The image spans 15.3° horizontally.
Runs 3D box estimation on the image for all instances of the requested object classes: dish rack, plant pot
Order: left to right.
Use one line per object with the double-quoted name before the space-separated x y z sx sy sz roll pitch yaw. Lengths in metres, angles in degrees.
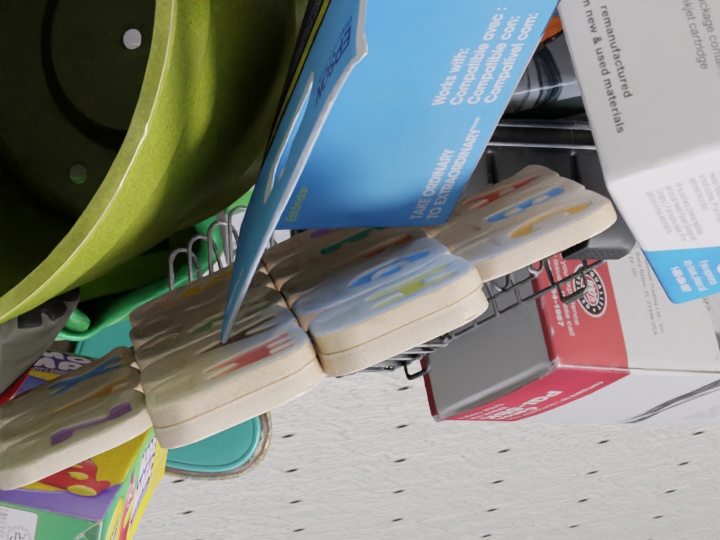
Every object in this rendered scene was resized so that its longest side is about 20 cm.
"plant pot" -0.107 -0.075 0.799 0.199 0.202 0.193 -19 174 19
"dish rack" 0.000 0.000 1.024 0.152 0.055 0.200 1 161 -31

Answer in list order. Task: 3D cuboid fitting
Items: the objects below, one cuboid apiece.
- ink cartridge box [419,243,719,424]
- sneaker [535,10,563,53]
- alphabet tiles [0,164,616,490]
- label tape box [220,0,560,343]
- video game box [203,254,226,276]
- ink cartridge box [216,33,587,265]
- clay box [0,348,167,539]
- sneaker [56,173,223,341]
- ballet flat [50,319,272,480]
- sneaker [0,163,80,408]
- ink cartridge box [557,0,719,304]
"ink cartridge box" 0.114 -0.010 1.192 0.199 0.148 0.083 5 157 -42
"sneaker" 0.077 -0.128 0.926 0.199 0.079 0.075 -27 -172 -10
"alphabet tiles" -0.022 0.011 0.814 0.194 0.015 0.200 -23 -171 -3
"label tape box" 0.024 -0.087 0.756 0.066 0.201 0.144 17 144 -7
"video game box" -0.033 -0.004 1.276 0.199 0.047 0.182 -24 157 33
"ink cartridge box" 0.037 -0.077 1.034 0.198 0.084 0.147 -11 163 -6
"clay box" -0.132 0.065 0.954 0.114 0.048 0.200 11 -165 1
"sneaker" -0.149 -0.003 1.129 0.199 0.075 0.084 -18 -172 -10
"ballet flat" -0.132 0.038 1.205 0.199 0.071 0.071 20 159 -1
"sneaker" -0.161 -0.013 0.925 0.077 0.200 0.085 18 116 -30
"ink cartridge box" 0.176 -0.070 0.870 0.199 0.085 0.146 -17 160 9
